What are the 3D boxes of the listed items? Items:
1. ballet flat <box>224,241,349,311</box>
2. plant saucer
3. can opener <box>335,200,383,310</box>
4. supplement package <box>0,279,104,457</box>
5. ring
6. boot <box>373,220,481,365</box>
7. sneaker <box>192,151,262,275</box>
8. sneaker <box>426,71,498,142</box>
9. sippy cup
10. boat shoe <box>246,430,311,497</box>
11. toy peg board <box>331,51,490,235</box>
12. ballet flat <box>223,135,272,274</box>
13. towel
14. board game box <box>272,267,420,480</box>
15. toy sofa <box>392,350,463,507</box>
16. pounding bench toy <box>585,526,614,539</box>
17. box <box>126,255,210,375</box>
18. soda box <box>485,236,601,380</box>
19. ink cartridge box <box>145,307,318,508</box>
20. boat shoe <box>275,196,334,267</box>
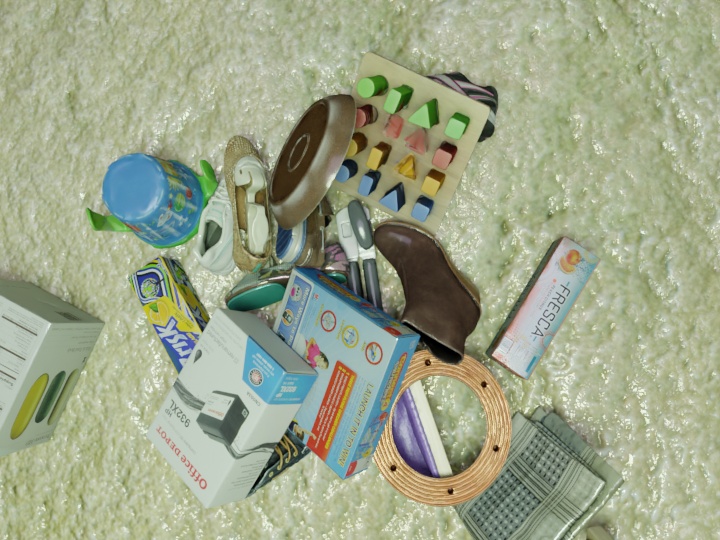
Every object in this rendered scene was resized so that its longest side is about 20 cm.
[{"bbox_3d":[-0.111,0.005,0.886,0.195,0.069,0.073,-16,63,9],"label":"ballet flat"},{"bbox_3d":[-0.074,-0.155,0.806,0.032,0.199,0.204,24,87,-28],"label":"plant saucer"},{"bbox_3d":[0.000,0.000,0.876,0.052,0.067,0.206,-9,84,4],"label":"can opener"},{"bbox_3d":[-0.511,0.136,0.858,0.148,0.152,0.204,25,87,5],"label":"supplement package"},{"bbox_3d":[0.105,0.209,0.793,0.195,0.019,0.206,0,82,0],"label":"ring"},{"bbox_3d":[0.081,0.023,0.819,0.198,0.167,0.073,36,124,1],"label":"boot"},{"bbox_3d":[-0.196,-0.095,0.892,0.069,0.080,0.205,14,84,13],"label":"sneaker"},{"bbox_3d":[0.118,-0.264,0.899,0.196,0.081,0.088,23,64,7],"label":"sneaker"},{"bbox_3d":[-0.311,-0.110,0.877,0.138,0.130,0.180,33,87,6],"label":"sippy cup"},{"bbox_3d":[-0.116,0.259,0.849,0.199,0.091,0.071,-41,83,0],"label":"boat shoe"},{"bbox_3d":[0.052,-0.170,0.834,0.196,0.098,0.203,26,113,7],"label":"toy peg board"},{"bbox_3d":[-0.154,-0.100,0.849,0.069,0.065,0.206,-6,87,-35],"label":"ballet flat"},{"bbox_3d":[0.219,0.286,0.781,0.200,0.192,0.035,-46,110,-1],"label":"towel"},{"bbox_3d":[-0.041,0.130,0.789,0.194,0.055,0.204,31,107,34],"label":"board game box"},{"bbox_3d":[0.075,0.223,0.843,0.095,0.083,0.205,-19,84,1],"label":"toy sofa"},{"bbox_3d":[0.234,0.411,0.766,0.154,0.124,0.204,28,87,-19],"label":"pounding bench toy"},{"bbox_3d":[-0.265,0.083,0.887,0.063,0.070,0.203,-32,83,3],"label":"box"},{"bbox_3d":[0.260,0.055,0.851,0.063,0.068,0.202,33,88,6],"label":"soda box"},{"bbox_3d":[-0.170,0.176,0.773,0.144,0.083,0.203,35,97,28],"label":"ink cartridge box"},{"bbox_3d":[-0.080,-0.084,0.868,0.071,0.072,0.204,26,47,-28],"label":"boat shoe"}]
